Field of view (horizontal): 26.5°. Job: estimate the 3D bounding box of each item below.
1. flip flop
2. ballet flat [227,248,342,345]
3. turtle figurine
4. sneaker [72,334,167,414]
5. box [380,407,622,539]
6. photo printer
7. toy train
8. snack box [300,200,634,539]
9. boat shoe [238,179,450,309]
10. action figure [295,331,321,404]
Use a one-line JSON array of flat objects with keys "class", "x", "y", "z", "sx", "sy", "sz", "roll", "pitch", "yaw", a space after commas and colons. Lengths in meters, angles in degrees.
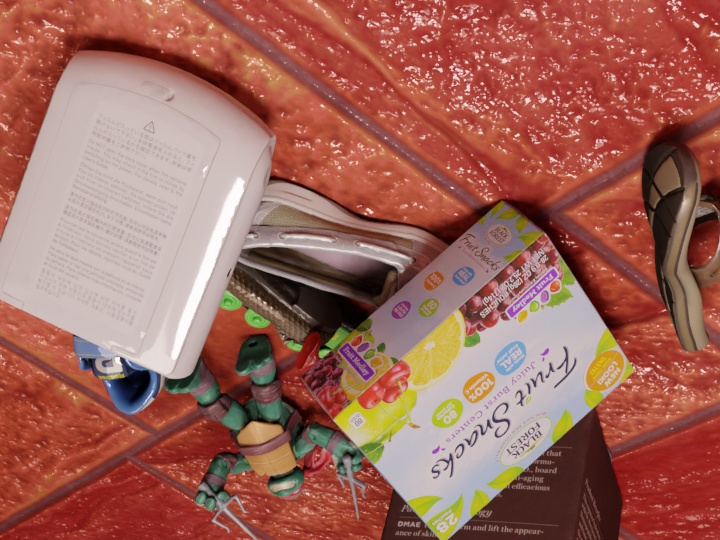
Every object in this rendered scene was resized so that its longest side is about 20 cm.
[{"class": "flip flop", "x": 0.232, "y": -0.017, "z": 1.052, "sx": 0.057, "sy": 0.081, "sz": 0.200, "roll": -13, "pitch": 138, "yaw": 8}, {"class": "ballet flat", "x": -0.100, "y": -0.004, "z": 1.165, "sx": 0.200, "sy": 0.068, "sz": 0.046, "roll": 37, "pitch": 122, "yaw": -19}, {"class": "turtle figurine", "x": -0.085, "y": 0.155, "z": 1.350, "sx": 0.149, "sy": 0.101, "sz": 0.201, "roll": -27, "pitch": 120, "yaw": -2}, {"class": "sneaker", "x": -0.201, "y": 0.040, "z": 1.264, "sx": 0.074, "sy": 0.083, "sz": 0.200, "roll": 2, "pitch": 140, "yaw": 20}, {"class": "box", "x": 0.121, "y": 0.237, "z": 1.301, "sx": 0.163, "sy": 0.201, "sz": 0.166, "roll": -1, "pitch": 139, "yaw": 21}, {"class": "photo printer", "x": -0.159, "y": -0.046, "z": 1.077, "sx": 0.166, "sy": 0.069, "sz": 0.201, "roll": 23, "pitch": 103, "yaw": 5}, {"class": "toy train", "x": -0.078, "y": 0.014, "z": 1.225, "sx": 0.200, "sy": 0.042, "sz": 0.056, "roll": 33, "pitch": 129, "yaw": -21}, {"class": "snack box", "x": 0.083, "y": 0.077, "z": 1.130, "sx": 0.200, "sy": 0.068, "sz": 0.169, "roll": -40, "pitch": 128, "yaw": -3}, {"class": "boat shoe", "x": 0.000, "y": -0.001, "z": 1.155, "sx": 0.201, "sy": 0.065, "sz": 0.074, "roll": 24, "pitch": 142, "yaw": -10}, {"class": "action figure", "x": 0.057, "y": 0.064, "z": 1.198, "sx": 0.199, "sy": 0.065, "sz": 0.099, "roll": 10, "pitch": 127, "yaw": -44}]
